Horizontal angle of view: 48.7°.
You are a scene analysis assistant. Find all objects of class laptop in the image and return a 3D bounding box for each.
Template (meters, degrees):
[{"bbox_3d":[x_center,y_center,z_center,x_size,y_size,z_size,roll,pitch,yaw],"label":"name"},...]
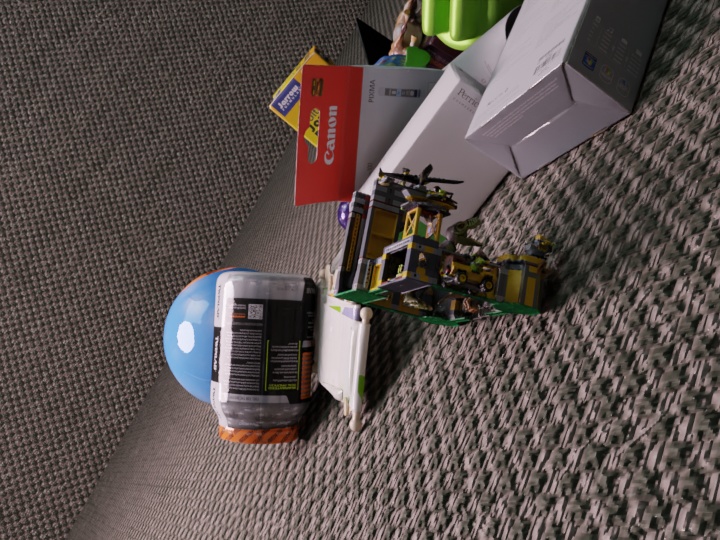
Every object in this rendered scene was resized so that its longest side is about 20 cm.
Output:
[{"bbox_3d":[0.010,-0.303,1.380,0.200,0.103,0.177,-56,-21,15],"label":"laptop"}]

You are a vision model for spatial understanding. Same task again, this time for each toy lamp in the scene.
[{"bbox_3d":[0.014,-0.067,1.035,0.058,0.058,0.200,-58,16,2],"label":"toy lamp"}]

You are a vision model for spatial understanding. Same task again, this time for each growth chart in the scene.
[{"bbox_3d":[-0.025,0.073,0.877,0.200,0.018,0.145,-147,63,-70],"label":"growth chart"}]

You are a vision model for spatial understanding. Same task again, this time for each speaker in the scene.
[{"bbox_3d":[0.155,-0.236,0.945,0.081,0.081,0.200,-63,14,-18],"label":"speaker"}]

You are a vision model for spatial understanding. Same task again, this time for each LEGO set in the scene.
[{"bbox_3d":[0.065,-0.028,0.660,0.200,0.154,0.116,145,137,-74],"label":"LEGO set"}]

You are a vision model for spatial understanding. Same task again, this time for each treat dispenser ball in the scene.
[{"bbox_3d":[-0.180,0.096,1.144,0.201,0.201,0.201,-53,15,20],"label":"treat dispenser ball"}]

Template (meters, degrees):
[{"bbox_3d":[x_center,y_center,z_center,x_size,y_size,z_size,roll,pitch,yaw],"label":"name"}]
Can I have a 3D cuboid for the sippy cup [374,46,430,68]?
[{"bbox_3d":[0.045,-0.226,1.105,0.178,0.140,0.130,-13,43,38],"label":"sippy cup"}]

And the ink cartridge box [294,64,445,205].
[{"bbox_3d":[0.018,-0.155,0.924,0.047,0.200,0.160,22,114,44],"label":"ink cartridge box"}]

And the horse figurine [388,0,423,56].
[{"bbox_3d":[0.071,-0.362,1.184,0.133,0.050,0.200,110,174,-65],"label":"horse figurine"}]

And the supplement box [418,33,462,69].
[{"bbox_3d":[0.130,-0.351,1.261,0.110,0.086,0.200,-62,14,-10],"label":"supplement box"}]

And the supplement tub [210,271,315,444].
[{"bbox_3d":[-0.119,0.103,0.967,0.123,0.122,0.200,174,100,-73],"label":"supplement tub"}]

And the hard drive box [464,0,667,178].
[{"bbox_3d":[0.197,-0.208,0.747,0.156,0.077,0.200,-31,31,61],"label":"hard drive box"}]

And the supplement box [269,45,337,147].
[{"bbox_3d":[-0.030,-0.238,1.236,0.110,0.200,0.109,-48,16,13],"label":"supplement box"}]

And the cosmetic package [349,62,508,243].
[{"bbox_3d":[0.084,-0.108,0.865,0.200,0.108,0.085,-54,15,22],"label":"cosmetic package"}]

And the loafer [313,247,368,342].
[{"bbox_3d":[-0.024,0.041,0.994,0.200,0.070,0.070,120,146,-48],"label":"loafer"}]

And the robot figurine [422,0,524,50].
[{"bbox_3d":[0.161,-0.346,1.000,0.200,0.175,0.116,-29,-51,-38],"label":"robot figurine"}]
